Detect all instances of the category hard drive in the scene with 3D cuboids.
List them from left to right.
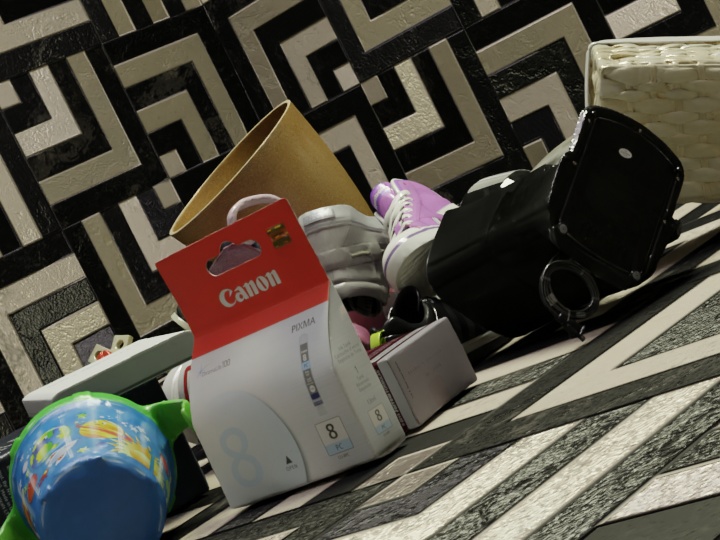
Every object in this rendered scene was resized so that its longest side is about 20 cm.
[{"bbox_3d":[-0.222,0.093,1.725,0.132,0.026,0.200,-26,4,-17],"label":"hard drive"}]

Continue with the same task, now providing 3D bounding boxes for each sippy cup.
[{"bbox_3d":[-0.205,0.174,1.533,0.140,0.178,0.130,16,6,-14],"label":"sippy cup"}]

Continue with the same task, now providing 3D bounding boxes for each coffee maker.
[{"bbox_3d":[0.143,-0.020,1.605,0.192,0.135,0.200,-42,6,-32],"label":"coffee maker"}]

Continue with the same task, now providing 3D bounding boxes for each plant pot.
[{"bbox_3d":[-0.063,-0.044,2.054,0.186,0.200,0.186,-47,12,13],"label":"plant pot"}]

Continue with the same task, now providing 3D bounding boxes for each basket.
[{"bbox_3d":[0.295,-0.129,1.710,0.200,0.136,0.123,0,15,7],"label":"basket"}]

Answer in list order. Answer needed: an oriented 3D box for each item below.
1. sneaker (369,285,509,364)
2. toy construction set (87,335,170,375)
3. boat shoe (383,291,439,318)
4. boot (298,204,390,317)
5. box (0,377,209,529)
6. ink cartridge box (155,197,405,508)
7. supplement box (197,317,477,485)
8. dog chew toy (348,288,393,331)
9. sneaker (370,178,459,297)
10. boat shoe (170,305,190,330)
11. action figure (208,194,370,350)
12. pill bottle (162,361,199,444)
[{"bbox_3d":[0.070,0.045,1.696,0.072,0.083,0.200,-24,4,31],"label":"sneaker"},{"bbox_3d":[-0.179,0.109,2.045,0.200,0.131,0.092,14,-68,-45],"label":"toy construction set"},{"bbox_3d":[0.075,0.034,1.913,0.065,0.074,0.200,-30,3,17],"label":"boat shoe"},{"bbox_3d":[0.000,0.000,1.849,0.074,0.096,0.200,-17,-11,20],"label":"boot"},{"bbox_3d":[-0.270,0.193,1.734,0.200,0.117,0.197,-28,5,-25],"label":"box"},{"bbox_3d":[-0.074,0.066,1.470,0.160,0.200,0.047,-24,4,41],"label":"ink cartridge box"},{"bbox_3d":[-0.019,0.110,1.563,0.200,0.061,0.109,-24,4,34],"label":"supplement box"},{"bbox_3d":[-0.051,0.073,1.961,0.200,0.125,0.125,-34,2,9],"label":"dog chew toy"},{"bbox_3d":[0.041,-0.033,1.775,0.073,0.114,0.200,-60,-17,16],"label":"sneaker"},{"bbox_3d":[-0.106,0.058,2.073,0.200,0.068,0.072,16,11,-29],"label":"boat shoe"},{"bbox_3d":[-0.038,0.040,1.687,0.134,0.200,0.149,-26,-25,-40],"label":"action figure"},{"bbox_3d":[-0.099,0.104,1.839,0.112,0.112,0.200,-29,5,-41],"label":"pill bottle"}]
